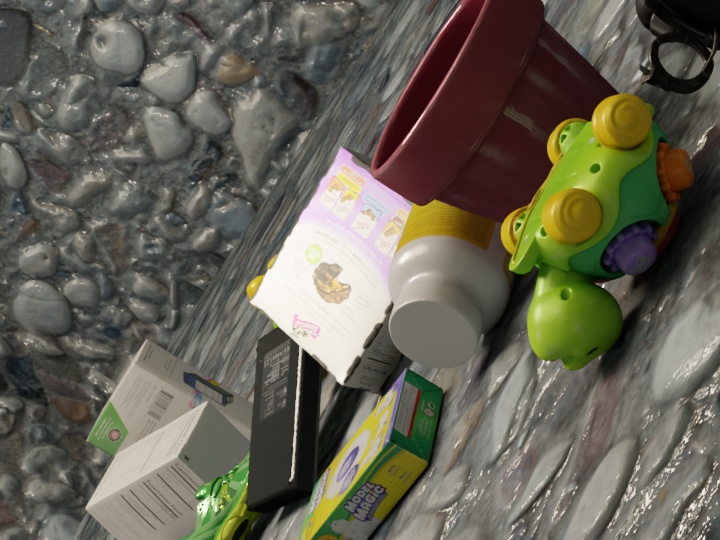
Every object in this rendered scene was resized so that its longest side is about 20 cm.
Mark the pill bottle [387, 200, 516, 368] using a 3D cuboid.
[{"bbox_3d":[0.087,-0.010,1.640,0.112,0.111,0.201,-51,12,43],"label":"pill bottle"}]

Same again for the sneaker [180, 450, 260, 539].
[{"bbox_3d":[-0.151,0.262,2.128,0.201,0.083,0.074,-58,-27,6],"label":"sneaker"}]

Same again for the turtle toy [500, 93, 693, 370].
[{"bbox_3d":[0.168,-0.029,1.297,0.201,0.100,0.146,-62,8,-9],"label":"turtle toy"}]

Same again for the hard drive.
[{"bbox_3d":[-0.084,0.160,2.029,0.139,0.033,0.202,-33,50,59],"label":"hard drive"}]

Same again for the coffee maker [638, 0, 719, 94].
[{"bbox_3d":[0.293,-0.240,1.281,0.200,0.133,0.194,143,133,-70],"label":"coffee maker"}]

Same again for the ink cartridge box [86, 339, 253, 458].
[{"bbox_3d":[-0.253,0.215,2.513,0.146,0.199,0.088,-57,6,21],"label":"ink cartridge box"}]

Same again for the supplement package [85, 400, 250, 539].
[{"bbox_3d":[-0.242,0.276,2.367,0.199,0.110,0.114,-31,21,38],"label":"supplement package"}]

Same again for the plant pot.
[{"bbox_3d":[0.132,-0.121,1.533,0.201,0.178,0.200,-58,10,15],"label":"plant pot"}]

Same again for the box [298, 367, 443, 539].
[{"bbox_3d":[0.001,0.196,1.673,0.201,0.048,0.118,-56,9,32],"label":"box"}]

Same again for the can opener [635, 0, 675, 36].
[{"bbox_3d":[0.303,-0.287,1.553,0.201,0.078,0.063,-56,-29,7],"label":"can opener"}]

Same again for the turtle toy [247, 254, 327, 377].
[{"bbox_3d":[-0.040,0.037,2.123,0.101,0.147,0.200,-26,-10,-31],"label":"turtle toy"}]

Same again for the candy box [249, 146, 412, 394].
[{"bbox_3d":[0.000,0.000,1.919,0.167,0.071,0.201,39,103,35],"label":"candy box"}]

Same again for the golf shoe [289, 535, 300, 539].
[{"bbox_3d":[-0.100,0.334,1.771,0.200,0.078,0.097,-48,-3,30],"label":"golf shoe"}]
